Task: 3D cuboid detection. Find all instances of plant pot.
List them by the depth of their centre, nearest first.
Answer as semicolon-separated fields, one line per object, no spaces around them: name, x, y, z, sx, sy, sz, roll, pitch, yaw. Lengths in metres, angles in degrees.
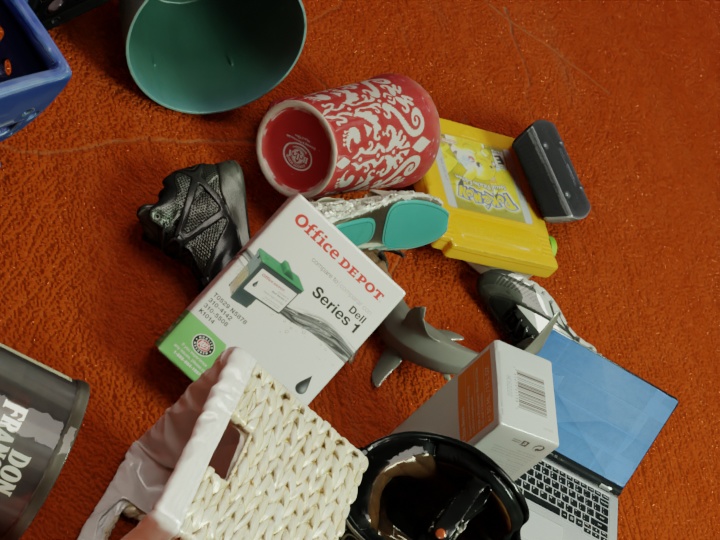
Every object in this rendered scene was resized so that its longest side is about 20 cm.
plant pot;-0.413;-0.176;1.321;0.200;0.180;0.200;-25;73;-48
plant pot;-0.177;-0.301;1.619;0.200;0.201;0.161;10;39;-33

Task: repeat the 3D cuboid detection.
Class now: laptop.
laptop;0.235;0.202;1.576;0.187;0.116;0.200;29;42;-16

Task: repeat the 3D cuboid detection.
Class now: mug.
mug;-0.033;-0.142;1.643;0.200;0.177;0.134;-20;99;-56

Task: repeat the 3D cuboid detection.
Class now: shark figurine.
shark figurine;0.091;0.068;1.541;0.214;0.090;0.128;14;47;22

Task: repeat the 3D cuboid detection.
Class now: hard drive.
hard drive;0.240;-0.122;1.841;0.135;0.042;0.200;66;16;0

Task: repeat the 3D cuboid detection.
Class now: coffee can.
coffee can;-0.338;0.113;1.163;0.200;0.146;0.147;28;43;-16

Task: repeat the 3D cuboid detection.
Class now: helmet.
helmet;0.057;0.261;1.326;0.199;0.191;0.200;-1;45;1

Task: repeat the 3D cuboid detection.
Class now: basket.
basket;-0.121;0.211;1.216;0.161;0.200;0.198;36;41;-12

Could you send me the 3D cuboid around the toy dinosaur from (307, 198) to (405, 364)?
toy dinosaur;0.000;0.000;1.576;0.135;0.086;0.200;4;52;-34

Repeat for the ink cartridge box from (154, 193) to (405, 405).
ink cartridge box;-0.076;0.045;1.393;0.146;0.084;0.200;42;83;-5

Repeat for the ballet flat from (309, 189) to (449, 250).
ballet flat;0.005;-0.058;1.523;0.200;0.072;0.072;-8;62;-40

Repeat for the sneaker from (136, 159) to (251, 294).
sneaker;-0.165;-0.012;1.472;0.114;0.076;0.200;-6;75;-17

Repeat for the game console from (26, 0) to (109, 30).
game console;-0.346;-0.363;1.589;0.116;0.175;0.200;50;32;-38

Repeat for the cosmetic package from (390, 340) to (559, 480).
cosmetic package;0.104;0.167;1.433;0.071;0.200;0.102;22;44;-23

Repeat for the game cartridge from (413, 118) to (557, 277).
game cartridge;0.141;-0.092;1.754;0.176;0.032;0.201;11;48;-32

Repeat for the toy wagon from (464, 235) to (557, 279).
toy wagon;0.155;-0.077;1.808;0.155;0.040;0.200;4;53;-37

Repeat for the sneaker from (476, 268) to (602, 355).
sneaker;0.205;0.082;1.691;0.200;0.066;0.091;45;38;-1
